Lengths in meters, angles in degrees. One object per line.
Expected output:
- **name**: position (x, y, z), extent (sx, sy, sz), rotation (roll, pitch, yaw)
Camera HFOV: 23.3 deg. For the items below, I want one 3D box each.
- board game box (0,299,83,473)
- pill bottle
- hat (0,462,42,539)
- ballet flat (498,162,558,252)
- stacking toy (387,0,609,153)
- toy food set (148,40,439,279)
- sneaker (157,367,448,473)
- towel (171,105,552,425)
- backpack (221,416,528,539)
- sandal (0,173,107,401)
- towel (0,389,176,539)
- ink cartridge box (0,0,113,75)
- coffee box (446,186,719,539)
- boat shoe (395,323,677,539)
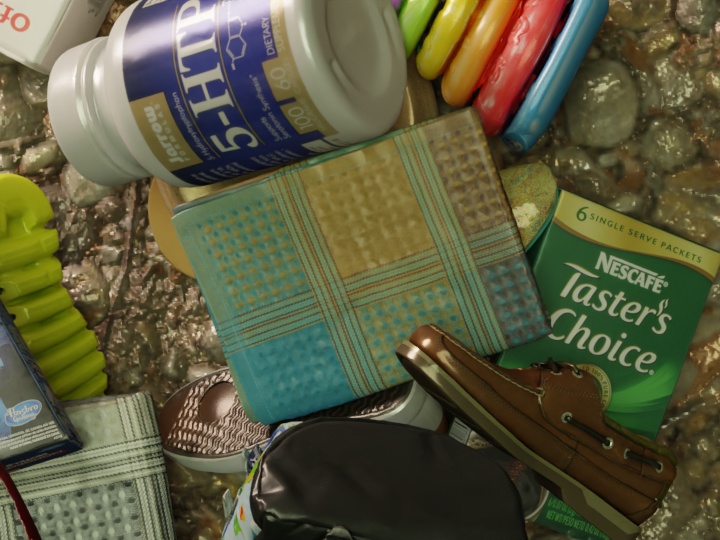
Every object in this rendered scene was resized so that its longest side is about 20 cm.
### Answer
- **board game box**: position (-0.294, 0.041, 1.064), extent (0.198, 0.062, 0.201), rotation (-17, 79, -3)
- **pill bottle**: position (-0.084, -0.115, 1.046), extent (0.199, 0.119, 0.121), rotation (-14, 85, 29)
- **hat**: position (-0.138, 0.215, 1.026), extent (0.176, 0.164, 0.202), rotation (37, 124, 49)
- **ballet flat**: position (0.035, -0.004, 1.078), extent (0.200, 0.071, 0.071), rotation (-41, 81, 29)
- **stacking toy**: position (0.043, -0.165, 1.080), extent (0.199, 0.116, 0.110), rotation (28, 90, -1)
- **toy food set**: position (-0.041, -0.084, 1.138), extent (0.196, 0.049, 0.202), rotation (5, 88, 8)
- **sneaker**: position (-0.037, 0.107, 1.120), extent (0.198, 0.085, 0.073), rotation (-7, 54, 28)
- **towel**: position (0.000, 0.000, 1.043), extent (0.198, 0.022, 0.148), rotation (-18, 96, 15)
- **backpack**: position (-0.012, 0.164, 1.033), extent (0.162, 0.155, 0.201), rotation (10, 133, -13)
- **sandal**: position (-0.228, 0.039, 1.156), extent (0.087, 0.079, 0.202), rotation (-11, 92, 43)
- **towel**: position (-0.213, 0.181, 1.089), extent (0.198, 0.035, 0.194), rotation (-8, 89, 0)
- **ink cartridge box**: position (-0.218, -0.247, 1.154), extent (0.146, 0.083, 0.201), rotation (28, 91, 9)
- **coffee box**: position (0.135, 0.060, 1.086), extent (0.122, 0.044, 0.201), rotation (22, 90, -15)
- **boat shoe**: position (0.106, 0.082, 1.025), extent (0.200, 0.072, 0.068), rotation (39, 87, -27)
